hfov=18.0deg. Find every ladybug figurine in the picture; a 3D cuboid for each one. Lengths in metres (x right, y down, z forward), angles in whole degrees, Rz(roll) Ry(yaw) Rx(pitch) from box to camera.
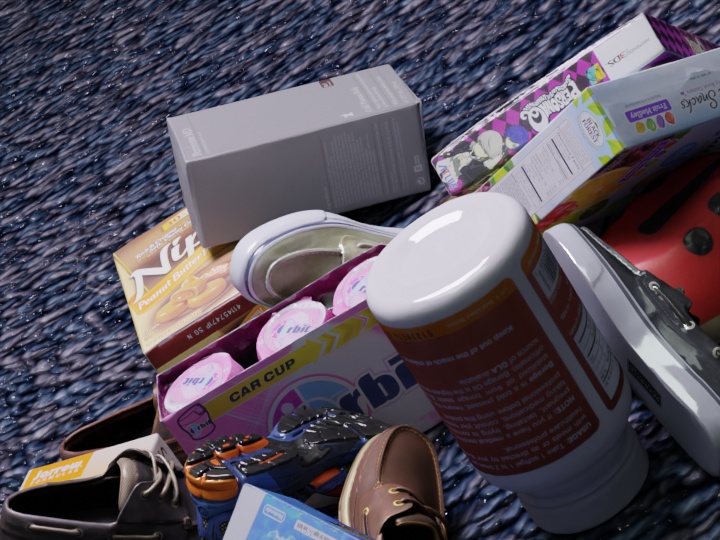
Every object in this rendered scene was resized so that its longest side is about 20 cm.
[{"bbox_3d":[0.215,-0.014,1.506,0.200,0.072,0.135,-44,34,-24],"label":"ladybug figurine"}]

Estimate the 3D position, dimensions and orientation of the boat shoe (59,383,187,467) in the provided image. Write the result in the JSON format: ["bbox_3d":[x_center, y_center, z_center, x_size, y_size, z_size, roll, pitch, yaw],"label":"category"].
[{"bbox_3d":[-0.134,0.114,1.679,0.199,0.071,0.071,-29,19,19],"label":"boat shoe"}]

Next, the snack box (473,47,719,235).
[{"bbox_3d":[0.191,-0.087,1.535,0.199,0.053,0.142,-19,-15,-40],"label":"snack box"}]

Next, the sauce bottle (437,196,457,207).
[{"bbox_3d":[0.075,-0.019,1.613,0.066,0.066,0.200,-28,6,11],"label":"sauce bottle"}]

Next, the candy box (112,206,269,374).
[{"bbox_3d":[-0.132,0.014,1.874,0.115,0.055,0.200,-32,28,1],"label":"candy box"}]

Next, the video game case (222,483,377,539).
[{"bbox_3d":[-0.038,0.237,1.333,0.200,0.045,0.182,17,86,57],"label":"video game case"}]

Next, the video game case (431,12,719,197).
[{"bbox_3d":[0.164,-0.107,1.605,0.181,0.036,0.200,-34,-15,20],"label":"video game case"}]

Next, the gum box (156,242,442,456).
[{"bbox_3d":[-0.028,0.080,1.588,0.199,0.114,0.066,-30,27,7],"label":"gum box"}]

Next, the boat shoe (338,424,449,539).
[{"bbox_3d":[0.028,0.170,1.409,0.068,0.072,0.201,-46,22,37],"label":"boat shoe"}]

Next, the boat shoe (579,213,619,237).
[{"bbox_3d":[0.130,0.022,1.575,0.071,0.072,0.200,-31,18,42],"label":"boat shoe"}]

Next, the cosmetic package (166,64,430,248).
[{"bbox_3d":[-0.052,-0.095,1.868,0.198,0.091,0.107,-13,26,-11],"label":"cosmetic package"}]

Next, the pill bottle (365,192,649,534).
[{"bbox_3d":[0.095,0.061,1.388,0.112,0.201,0.112,-26,27,14],"label":"pill bottle"}]

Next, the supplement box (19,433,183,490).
[{"bbox_3d":[-0.202,0.218,1.601,0.125,0.074,0.201,-18,31,28],"label":"supplement box"}]

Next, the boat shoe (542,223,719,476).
[{"bbox_3d":[0.186,0.041,1.409,0.056,0.069,0.200,-29,60,-14],"label":"boat shoe"}]

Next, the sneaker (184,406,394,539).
[{"bbox_3d":[-0.039,0.141,1.499,0.199,0.079,0.075,-11,23,-42],"label":"sneaker"}]

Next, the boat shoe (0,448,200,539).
[{"bbox_3d":[-0.145,0.162,1.512,0.199,0.074,0.075,-14,36,-13],"label":"boat shoe"}]

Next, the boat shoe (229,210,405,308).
[{"bbox_3d":[0.000,0.000,1.636,0.199,0.073,0.062,-1,24,-37],"label":"boat shoe"}]
